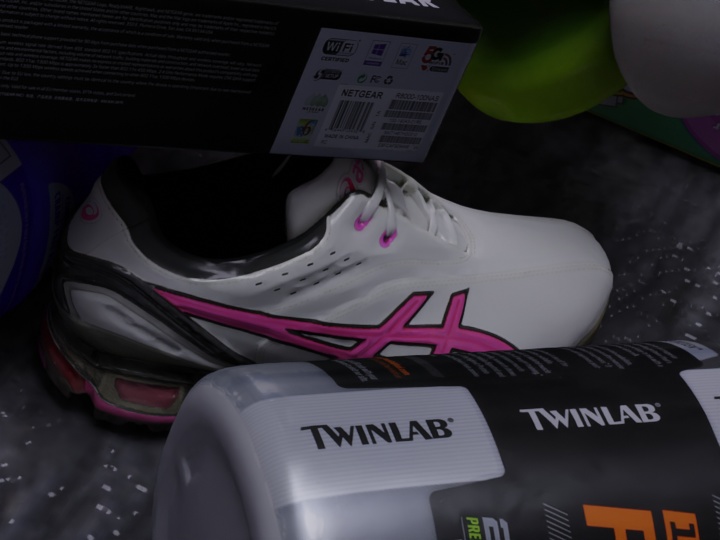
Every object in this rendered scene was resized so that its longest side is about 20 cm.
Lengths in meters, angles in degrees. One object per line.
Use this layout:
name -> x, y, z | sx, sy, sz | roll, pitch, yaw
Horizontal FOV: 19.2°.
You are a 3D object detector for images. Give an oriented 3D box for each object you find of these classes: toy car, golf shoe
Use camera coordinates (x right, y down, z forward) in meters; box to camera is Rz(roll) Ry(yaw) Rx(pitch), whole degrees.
toy car -> 0.071, -0.153, 0.711 | 0.175, 0.201, 0.150 | 19, -11, 43
golf shoe -> 0.000, 0.000, 0.685 | 0.199, 0.092, 0.073 | -4, 48, -25

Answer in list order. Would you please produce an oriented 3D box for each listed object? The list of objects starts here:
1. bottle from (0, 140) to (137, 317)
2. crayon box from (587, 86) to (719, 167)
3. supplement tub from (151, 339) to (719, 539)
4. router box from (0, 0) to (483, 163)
bottle -> -0.131, -0.016, 0.660 | 0.065, 0.084, 0.200 | 32, 44, 13
crayon box -> 0.098, -0.143, 0.884 | 0.199, 0.058, 0.173 | 23, 44, 3
supplement tub -> 0.050, 0.083, 0.598 | 0.199, 0.123, 0.123 | -3, 48, -21
router box -> -0.086, -0.099, 0.636 | 0.199, 0.052, 0.157 | 1, 35, -40
